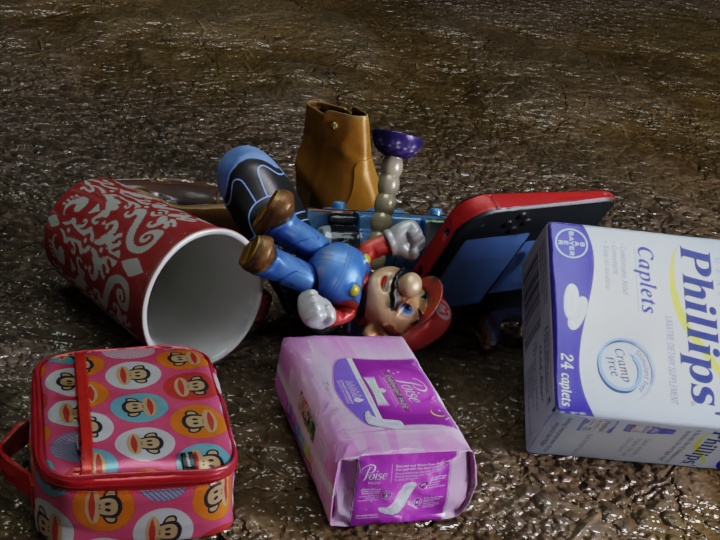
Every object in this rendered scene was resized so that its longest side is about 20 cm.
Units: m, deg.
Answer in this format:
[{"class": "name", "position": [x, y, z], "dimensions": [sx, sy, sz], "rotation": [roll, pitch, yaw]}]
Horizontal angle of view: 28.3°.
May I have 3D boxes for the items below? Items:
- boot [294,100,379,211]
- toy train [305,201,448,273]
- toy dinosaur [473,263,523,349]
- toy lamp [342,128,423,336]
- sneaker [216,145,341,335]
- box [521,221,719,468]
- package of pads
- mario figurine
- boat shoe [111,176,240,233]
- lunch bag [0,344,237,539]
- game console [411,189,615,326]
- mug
[{"class": "boot", "position": [-0.001, -0.100, 1.577], "dimensions": [0.070, 0.145, 0.200], "rotation": [-17, 36, -42]}, {"class": "toy train", "position": [0.032, -0.026, 1.473], "dimensions": [0.198, 0.088, 0.114], "rotation": [4, 5, -12]}, {"class": "toy dinosaur", "position": [0.207, 0.079, 1.393], "dimensions": [0.181, 0.200, 0.105], "rotation": [10, 61, 49]}, {"class": "toy lamp", "position": [0.019, -0.032, 1.384], "dimensions": [0.058, 0.202, 0.058], "rotation": [12, -1, 0]}, {"class": "sneaker", "position": [-0.069, -0.025, 1.353], "dimensions": [0.070, 0.201, 0.078], "rotation": [-32, 32, -7]}, {"class": "box", "position": [0.249, 0.067, 1.257], "dimensions": [0.198, 0.105, 0.186], "rotation": [6, 62, -7]}, {"class": "package of pads", "position": [0.009, 0.126, 1.183], "dimensions": [0.119, 0.076, 0.200], "rotation": [-1, 27, -17]}, {"class": "mario figurine", "position": [0.000, 0.000, 1.276], "dimensions": [0.199, 0.124, 0.106], "rotation": [28, 3, -16]}, {"class": "boat shoe", "position": [-0.211, -0.064, 1.523], "dimensions": [0.198, 0.071, 0.071], "rotation": [8, 30, -23]}, {"class": "lunch bag", "position": [-0.190, 0.134, 1.107], "dimensions": [0.174, 0.083, 0.200], "rotation": [-2, 25, -13]}, {"class": "game console", "position": [0.134, -0.008, 1.384], "dimensions": [0.175, 0.200, 0.031], "rotation": [-2, 56, -27]}, {"class": "mug", "position": [-0.194, 0.007, 1.355], "dimensions": [0.199, 0.178, 0.134], "rotation": [27, 70, 43]}]
